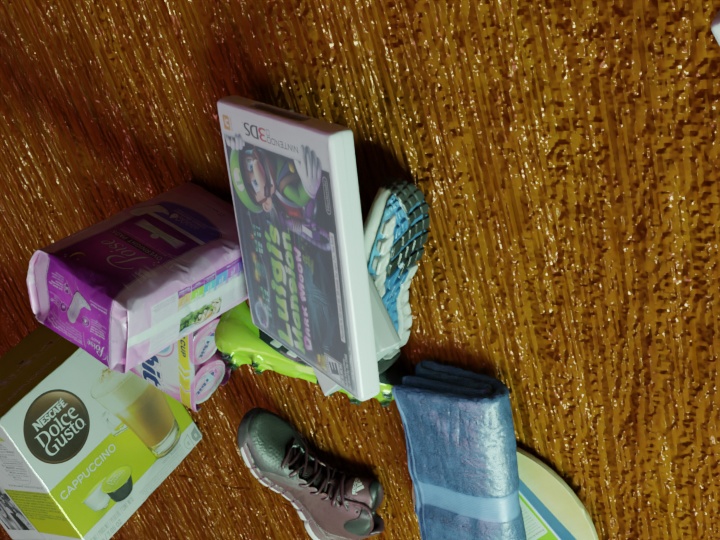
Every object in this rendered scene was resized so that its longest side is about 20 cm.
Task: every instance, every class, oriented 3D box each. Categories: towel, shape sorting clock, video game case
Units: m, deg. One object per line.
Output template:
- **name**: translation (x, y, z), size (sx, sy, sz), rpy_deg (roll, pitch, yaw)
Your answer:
- **towel**: translation (0.092, 0.187, 0.825), size (0.110, 0.048, 0.204), rpy_deg (8, 115, 38)
- **shape sorting clock**: translation (0.136, 0.244, 0.879), size (0.197, 0.039, 0.204), rpy_deg (19, 123, 32)
- **video game case**: translation (-0.051, -0.023, 0.709), size (0.181, 0.023, 0.204), rpy_deg (27, 130, 53)

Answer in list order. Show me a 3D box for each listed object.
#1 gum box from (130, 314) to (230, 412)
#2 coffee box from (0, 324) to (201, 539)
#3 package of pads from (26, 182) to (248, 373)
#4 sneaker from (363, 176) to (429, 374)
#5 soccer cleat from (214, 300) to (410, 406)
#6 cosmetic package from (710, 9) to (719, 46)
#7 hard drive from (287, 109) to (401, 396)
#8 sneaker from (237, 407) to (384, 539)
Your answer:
- **gum box**: translation (-0.199, 0.049, 0.970), size (0.112, 0.066, 0.202), rpy_deg (28, 137, 19)
- **coffee box**: translation (-0.359, 0.192, 1.119), size (0.198, 0.200, 0.200), rpy_deg (-8, 118, 43)
- **package of pads**: translation (-0.176, -0.002, 0.802), size (0.119, 0.199, 0.077), rpy_deg (26, 125, 24)
- **sneaker**: translation (0.000, 0.000, 0.766), size (0.086, 0.075, 0.202), rpy_deg (33, 137, 23)
- **soccer cleat**: translation (-0.039, 0.070, 0.858), size (0.196, 0.083, 0.068), rpy_deg (16, 160, 2)
- **cosmetic package**: translation (0.270, -0.140, 0.401), size (0.198, 0.102, 0.072), rpy_deg (-19, 112, 47)
- **hard drive**: translation (-0.041, -0.010, 0.751), size (0.203, 0.026, 0.132), rpy_deg (65, 152, 11)
- **sneaker**: translation (-0.038, 0.217, 0.985), size (0.114, 0.076, 0.201), rpy_deg (-14, 124, 39)
